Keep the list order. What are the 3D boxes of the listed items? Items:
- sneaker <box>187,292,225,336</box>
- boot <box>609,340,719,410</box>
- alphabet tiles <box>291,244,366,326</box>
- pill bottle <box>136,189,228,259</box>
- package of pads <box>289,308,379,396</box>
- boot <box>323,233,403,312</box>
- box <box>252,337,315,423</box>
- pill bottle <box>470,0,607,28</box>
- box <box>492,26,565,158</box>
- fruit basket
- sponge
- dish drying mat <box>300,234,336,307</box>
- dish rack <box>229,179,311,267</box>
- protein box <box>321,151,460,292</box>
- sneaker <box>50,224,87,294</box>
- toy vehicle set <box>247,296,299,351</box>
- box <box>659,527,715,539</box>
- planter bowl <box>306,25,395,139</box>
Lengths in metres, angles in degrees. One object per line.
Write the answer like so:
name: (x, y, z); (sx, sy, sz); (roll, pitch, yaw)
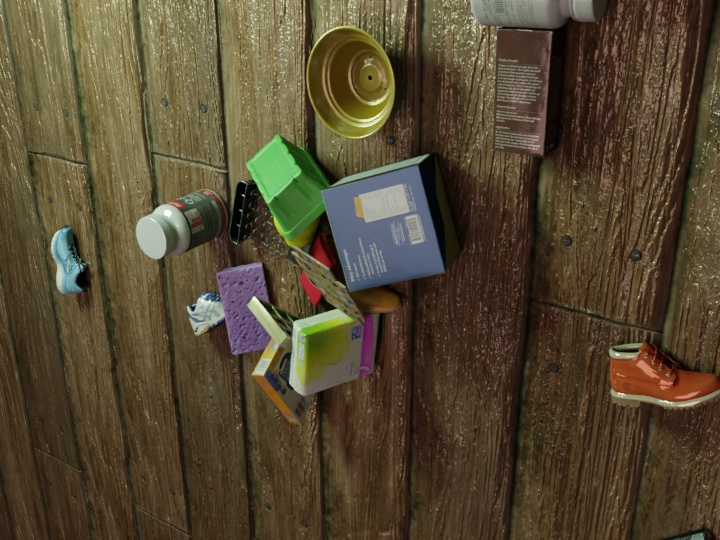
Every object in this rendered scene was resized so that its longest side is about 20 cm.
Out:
sneaker: (-0.357, 0.090, 1.972); (0.198, 0.075, 0.090); (-28, 89, 37)
boot: (0.517, 0.175, 1.388); (0.196, 0.074, 0.110); (-4, 102, 37)
alphabet tiles: (-0.065, 0.030, 1.629); (0.199, 0.006, 0.168); (32, 159, 48)
pill bottle: (-0.401, -0.103, 1.841); (0.114, 0.199, 0.119); (14, 117, 29)
package of pads: (-0.055, 0.164, 1.707); (0.068, 0.196, 0.158); (35, 128, 44)
boot: (0.000, 0.000, 1.682); (0.198, 0.070, 0.148); (13, 117, 35)
box: (-0.157, 0.249, 1.831); (0.041, 0.120, 0.202); (-3, 135, 36)
pill bottle: (0.280, -0.438, 1.270); (0.196, 0.114, 0.117); (13, 116, 30)
box: (0.279, -0.300, 1.357); (0.098, 0.075, 0.205); (14, 118, 31)
fruit basket: (-0.127, -0.141, 1.650); (0.155, 0.215, 0.217); (-40, 83, 6)
sponge: (-0.263, 0.089, 1.893); (0.109, 0.030, 0.205); (-10, 107, -5)
dish drying mat: (-0.090, 0.003, 1.731); (0.078, 0.018, 0.201); (59, 155, 18)
dish rack: (-0.192, -0.099, 1.789); (0.197, 0.054, 0.156); (29, 124, 22)
protein box: (0.060, -0.090, 1.532); (0.195, 0.135, 0.203); (-12, 103, 23)
sneaker: (-0.790, -0.030, 2.247); (0.087, 0.079, 0.205); (6, 117, 12)
toy vehicle set: (-0.155, 0.130, 1.759); (0.027, 0.199, 0.124); (-45, 62, 5)
box: (0.590, 0.570, 1.518); (0.199, 0.040, 0.139); (-33, 87, 40)
planter bowl: (0.001, -0.355, 1.524); (0.197, 0.083, 0.206); (15, 117, 31)
